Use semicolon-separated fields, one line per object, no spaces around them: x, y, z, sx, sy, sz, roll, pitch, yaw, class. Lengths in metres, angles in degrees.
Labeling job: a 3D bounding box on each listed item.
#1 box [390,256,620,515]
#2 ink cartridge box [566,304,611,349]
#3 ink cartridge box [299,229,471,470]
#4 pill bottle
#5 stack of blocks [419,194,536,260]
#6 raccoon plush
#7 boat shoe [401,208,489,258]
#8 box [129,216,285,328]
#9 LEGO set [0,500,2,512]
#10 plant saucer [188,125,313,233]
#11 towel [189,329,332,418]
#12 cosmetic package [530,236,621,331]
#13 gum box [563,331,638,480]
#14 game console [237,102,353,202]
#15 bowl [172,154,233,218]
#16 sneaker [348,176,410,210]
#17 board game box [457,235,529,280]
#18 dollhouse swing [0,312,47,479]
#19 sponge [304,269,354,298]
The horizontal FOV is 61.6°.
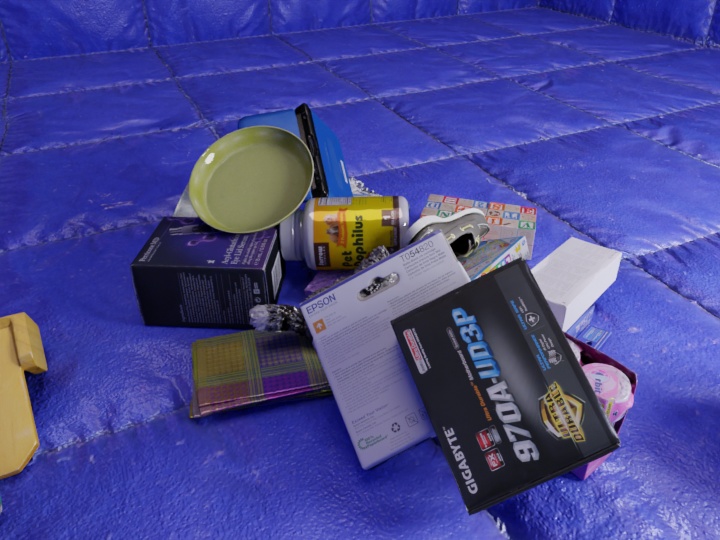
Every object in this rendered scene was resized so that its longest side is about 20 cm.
0.138;0.112;0.606;0.156;0.046;0.204;-25;68;6;box
0.247;0.064;0.867;0.198;0.043;0.118;28;43;34;ink cartridge box
0.052;0.086;0.682;0.196;0.041;0.204;-26;69;4;ink cartridge box
-0.023;-0.057;0.935;0.194;0.112;0.110;-1;32;3;pill bottle
0.204;-0.071;1.056;0.194;0.060;0.116;9;34;14;stack of blocks
-0.032;0.032;0.785;0.196;0.137;0.097;3;30;-38;raccoon plush
0.141;-0.047;0.911;0.199;0.073;0.061;-13;57;-48;boat shoe
-0.220;0.000;0.908;0.194;0.107;0.149;1;33;2;box
-0.397;0.212;0.521;0.150;0.204;0.117;11;29;-20;LEGO set
-0.165;-0.135;0.927;0.194;0.031;0.205;-3;60;5;plant saucer
-0.127;0.125;0.791;0.194;0.023;0.144;-8;33;-14;towel
0.292;0.018;0.853;0.081;0.052;0.198;21;35;36;cosmetic package
0.209;0.130;0.693;0.065;0.116;0.199;-23;39;-32;gum box
-0.107;-0.172;1.040;0.116;0.170;0.204;-25;58;21;game console
-0.240;-0.118;1.067;0.107;0.201;0.201;32;17;-31;bowl
-0.005;-0.133;1.107;0.194;0.077;0.088;2;71;2;sneaker
0.150;0.007;0.907;0.132;0.035;0.198;-5;21;45;board game box
-0.476;0.168;0.715;0.196;0.180;0.181;-17;-6;-24;dollhouse swing
0.000;0.000;0.976;0.109;0.031;0.201;11;36;19;sponge
